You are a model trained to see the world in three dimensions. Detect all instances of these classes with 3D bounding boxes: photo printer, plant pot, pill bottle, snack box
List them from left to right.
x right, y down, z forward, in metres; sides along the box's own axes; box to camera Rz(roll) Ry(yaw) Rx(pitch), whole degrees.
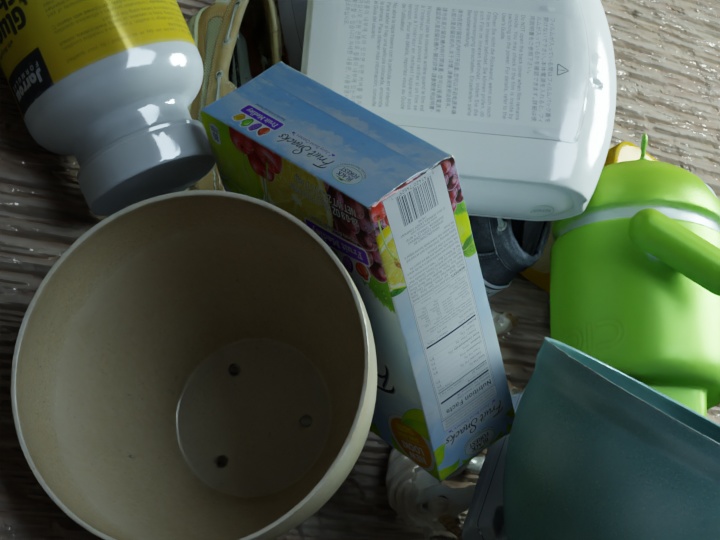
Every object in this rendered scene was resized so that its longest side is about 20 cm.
[{"bbox_3d":[-0.161,-0.139,1.438,0.112,0.112,0.200,-11,73,-48],"label":"pill bottle"},{"bbox_3d":[-0.076,0.069,1.350,0.134,0.200,0.200,45,26,-70],"label":"plant pot"},{"bbox_3d":[0.000,0.000,1.400,0.068,0.169,0.200,-34,128,-22],"label":"snack box"},{"bbox_3d":[0.060,-0.115,1.523,0.200,0.069,0.166,5,66,-2],"label":"photo printer"},{"bbox_3d":[0.161,0.144,1.374,0.200,0.134,0.200,28,4,-2],"label":"plant pot"}]

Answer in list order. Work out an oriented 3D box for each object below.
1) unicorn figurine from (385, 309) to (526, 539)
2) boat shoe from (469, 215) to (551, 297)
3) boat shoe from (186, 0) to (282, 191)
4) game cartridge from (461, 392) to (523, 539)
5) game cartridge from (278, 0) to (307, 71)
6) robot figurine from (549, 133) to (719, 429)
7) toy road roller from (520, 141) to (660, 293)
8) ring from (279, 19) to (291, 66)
[{"bbox_3d":[0.054,0.089,1.543,0.137,0.074,0.200,-15,66,-39],"label":"unicorn figurine"},{"bbox_3d":[0.104,-0.074,1.590,0.072,0.068,0.200,38,45,-23],"label":"boat shoe"},{"bbox_3d":[-0.074,-0.094,1.522,0.072,0.076,0.200,15,55,-38],"label":"boat shoe"},{"bbox_3d":[0.120,0.180,1.510,0.200,0.040,0.133,66,35,-34],"label":"game cartridge"},{"bbox_3d":[0.011,-0.140,1.631,0.133,0.040,0.200,3,63,-40],"label":"game cartridge"},{"bbox_3d":[0.178,0.019,1.536,0.116,0.175,0.200,2,69,-3],"label":"robot figurine"},{"bbox_3d":[0.188,0.020,1.675,0.200,0.123,0.146,35,48,-25],"label":"toy road roller"},{"bbox_3d":[0.006,-0.092,1.647,0.200,0.019,0.200,24,50,-32],"label":"ring"}]
